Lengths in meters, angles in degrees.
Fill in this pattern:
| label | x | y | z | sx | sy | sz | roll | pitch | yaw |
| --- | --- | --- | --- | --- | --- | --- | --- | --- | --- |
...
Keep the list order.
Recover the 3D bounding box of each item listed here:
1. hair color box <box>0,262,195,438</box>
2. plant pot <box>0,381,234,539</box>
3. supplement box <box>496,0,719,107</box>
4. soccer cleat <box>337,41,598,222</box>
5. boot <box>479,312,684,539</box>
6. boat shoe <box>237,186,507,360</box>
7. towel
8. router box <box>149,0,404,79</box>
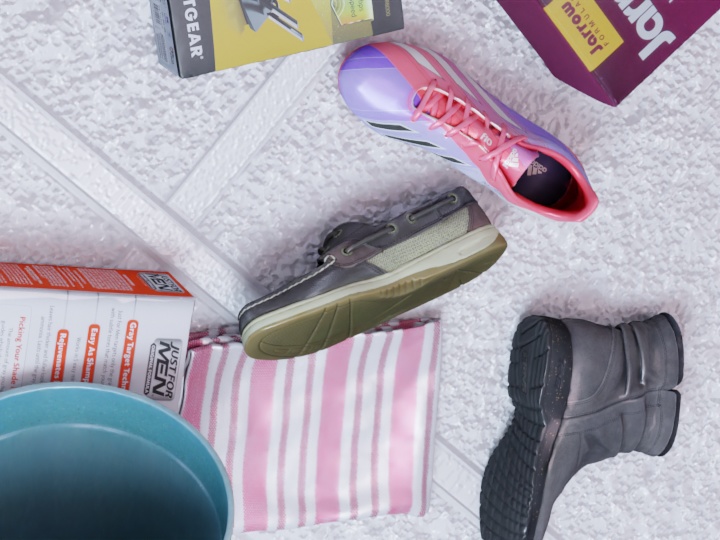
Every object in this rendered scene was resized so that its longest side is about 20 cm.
| label | x | y | z | sx | sy | sz | roll | pitch | yaw |
| --- | --- | --- | --- | --- | --- | --- | --- | --- | --- |
| hair color box | -0.214 | 0.051 | 1.674 | 0.199 | 0.061 | 0.102 | 4 | 104 | -22 |
| plant pot | -0.184 | 0.206 | 1.633 | 0.199 | 0.201 | 0.189 | -12 | 138 | -19 |
| supplement box | 0.184 | -0.229 | 1.730 | 0.200 | 0.103 | 0.131 | -44 | 118 | -4 |
| soccer cleat | 0.075 | -0.091 | 1.742 | 0.199 | 0.076 | 0.067 | 30 | 93 | -27 |
| boot | 0.164 | 0.128 | 1.854 | 0.131 | 0.070 | 0.201 | 3 | 109 | -29 |
| boat shoe | 0.001 | -0.001 | 1.746 | 0.200 | 0.072 | 0.066 | -21 | 69 | -22 |
| towel | -0.036 | 0.109 | 1.784 | 0.199 | 0.030 | 0.147 | -3 | 108 | -22 |
| router box | -0.062 | -0.236 | 1.654 | 0.156 | 0.052 | 0.201 | -15 | 111 | -18 |
